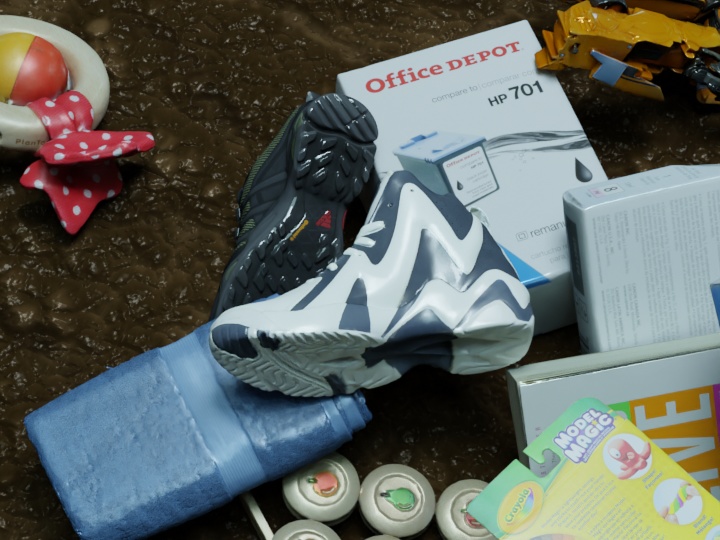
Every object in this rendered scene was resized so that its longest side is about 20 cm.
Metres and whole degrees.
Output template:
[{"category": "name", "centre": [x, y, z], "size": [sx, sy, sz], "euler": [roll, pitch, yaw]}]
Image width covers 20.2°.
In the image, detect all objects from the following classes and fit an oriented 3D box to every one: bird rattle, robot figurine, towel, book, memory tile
[{"category": "bird rattle", "centre": [-0.237, -0.124, 1.407], "size": [0.200, 0.113, 0.163], "euler": [9, 44, 3]}, {"category": "robot figurine", "centre": [0.207, -0.171, 1.412], "size": [0.200, 0.058, 0.145], "euler": [10, 49, -29]}, {"category": "towel", "centre": [-0.101, 0.096, 1.266], "size": [0.200, 0.049, 0.112], "euler": [-25, 66, -7]}, {"category": "book", "centre": [0.200, 0.112, 1.259], "size": [0.200, 0.048, 0.134], "euler": [-10, 101, -5]}, {"category": "memory tile", "centre": [0.011, 0.209, 1.237], "size": [0.153, 0.017, 0.200], "euler": [13, 60, -4]}]

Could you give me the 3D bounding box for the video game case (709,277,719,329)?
[{"category": "video game case", "centre": [0.296, 0.068, 1.211], "size": [0.181, 0.200, 0.045], "euler": [-27, 18, -40]}]

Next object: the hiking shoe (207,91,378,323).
[{"category": "hiking shoe", "centre": [-0.049, -0.023, 1.353], "size": [0.076, 0.101, 0.200], "euler": [24, 91, -16]}]

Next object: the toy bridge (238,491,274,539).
[{"category": "toy bridge", "centre": [-0.082, 0.202, 1.251], "size": [0.067, 0.027, 0.200], "euler": [1, 58, 0]}]

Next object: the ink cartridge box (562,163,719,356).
[{"category": "ink cartridge box", "centre": [0.237, 0.008, 1.290], "size": [0.200, 0.163, 0.057], "euler": [-14, 21, -11]}]

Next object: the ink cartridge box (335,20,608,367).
[{"category": "ink cartridge box", "centre": [0.082, -0.054, 1.367], "size": [0.146, 0.086, 0.200], "euler": [-18, 62, -10]}]

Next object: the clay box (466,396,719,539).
[{"category": "clay box", "centre": [0.165, 0.176, 1.156], "size": [0.200, 0.048, 0.115], "euler": [42, 66, 17]}]

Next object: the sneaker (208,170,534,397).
[{"category": "sneaker", "centre": [0.000, 0.000, 1.243], "size": [0.199, 0.080, 0.130], "euler": [-8, 56, -6]}]
